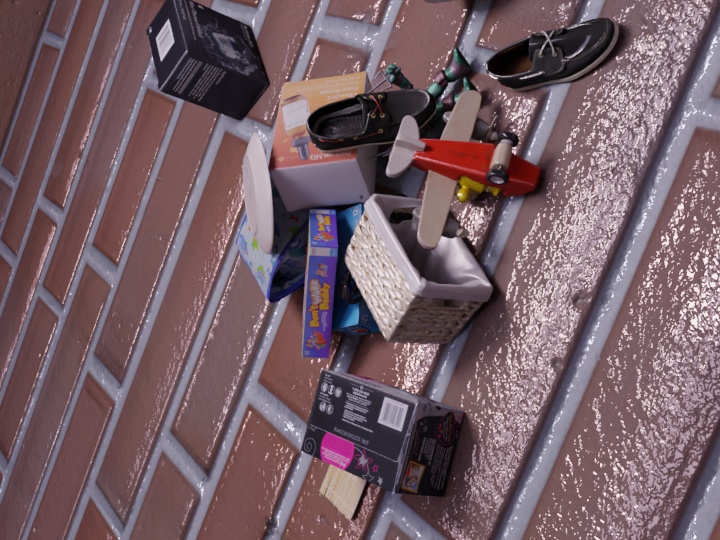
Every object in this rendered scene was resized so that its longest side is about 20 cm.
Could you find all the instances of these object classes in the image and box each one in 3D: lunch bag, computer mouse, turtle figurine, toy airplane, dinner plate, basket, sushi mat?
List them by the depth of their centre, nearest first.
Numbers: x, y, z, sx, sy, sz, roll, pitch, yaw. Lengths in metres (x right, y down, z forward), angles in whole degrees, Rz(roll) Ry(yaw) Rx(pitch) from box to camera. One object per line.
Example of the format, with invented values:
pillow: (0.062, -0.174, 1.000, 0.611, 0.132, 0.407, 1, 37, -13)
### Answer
toy airplane: (0.134, -0.145, 1.351, 0.199, 0.141, 0.200, -31, 62, -1)
basket: (0.077, 0.001, 1.368, 0.124, 0.135, 0.201, -60, 40, 34)
sushi mat: (-0.006, 0.283, 1.472, 0.095, 0.012, 0.201, 27, 99, 49)
computer mouse: (0.022, -0.036, 1.476, 0.034, 0.059, 0.201, 6, 60, 56)
turtle figurine: (0.087, -0.259, 1.476, 0.199, 0.101, 0.151, -28, 75, 22)
dinner plate: (-0.172, -0.126, 1.536, 0.200, 0.024, 0.202, 174, 90, -75)
lunch bag: (-0.128, -0.065, 1.644, 0.200, 0.127, 0.170, -48, 45, 14)

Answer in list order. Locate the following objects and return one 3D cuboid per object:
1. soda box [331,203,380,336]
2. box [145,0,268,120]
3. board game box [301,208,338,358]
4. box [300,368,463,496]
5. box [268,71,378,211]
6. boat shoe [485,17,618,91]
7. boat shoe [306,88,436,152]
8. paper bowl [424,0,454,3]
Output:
soda box: (0.000, 0.000, 1.519, 0.068, 0.064, 0.201, -16, 65, 46)
box: (-0.319, -0.443, 1.936, 0.117, 0.199, 0.197, -45, 48, 31)
board game box: (-0.066, 0.020, 1.503, 0.135, 0.044, 0.201, -96, 10, -62)
box: (0.031, 0.232, 1.356, 0.199, 0.114, 0.133, 13, 87, 44)
box: (-0.055, -0.213, 1.540, 0.151, 0.107, 0.201, -5, 53, 14)
boat shoe: (0.266, -0.304, 1.307, 0.199, 0.067, 0.072, -12, 67, 46)
boat shoe: (0.016, -0.231, 1.412, 0.200, 0.063, 0.074, -14, 72, 9)
paper bowl: (0.143, -0.515, 1.420, 0.104, 0.200, 0.202, 1, 78, 30)
